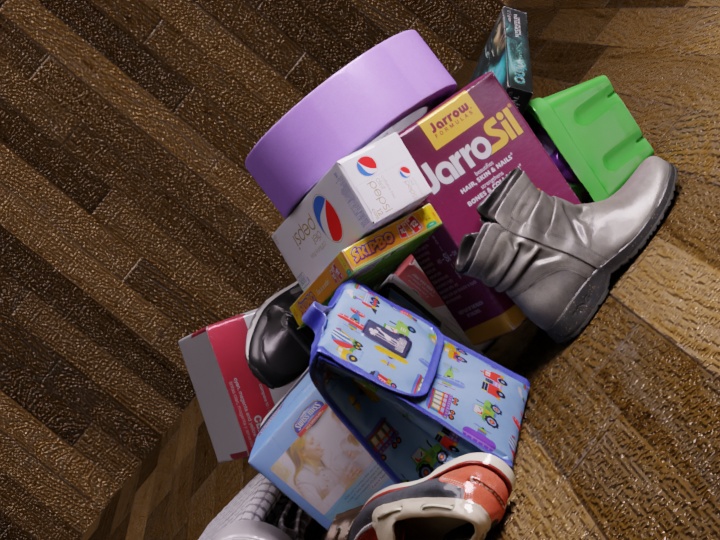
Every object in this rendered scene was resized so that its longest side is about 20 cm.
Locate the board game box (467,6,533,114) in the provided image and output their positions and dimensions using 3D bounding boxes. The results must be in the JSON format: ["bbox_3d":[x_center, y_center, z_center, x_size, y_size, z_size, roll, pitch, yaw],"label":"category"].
[{"bbox_3d":[0.118,-0.140,1.916,0.136,0.028,0.201,-89,18,-50],"label":"board game box"}]

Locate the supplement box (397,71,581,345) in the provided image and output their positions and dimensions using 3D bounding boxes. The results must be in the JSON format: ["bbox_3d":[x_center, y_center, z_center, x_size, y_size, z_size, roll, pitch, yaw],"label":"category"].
[{"bbox_3d":[0.111,-0.054,1.757,0.131,0.201,0.103,-36,2,-21],"label":"supplement box"}]

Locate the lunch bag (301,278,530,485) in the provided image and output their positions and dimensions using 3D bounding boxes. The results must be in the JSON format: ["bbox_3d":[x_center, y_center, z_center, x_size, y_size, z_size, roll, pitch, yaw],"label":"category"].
[{"bbox_3d":[0.031,0.096,1.613,0.094,0.200,0.151,-48,8,25],"label":"lunch bag"}]

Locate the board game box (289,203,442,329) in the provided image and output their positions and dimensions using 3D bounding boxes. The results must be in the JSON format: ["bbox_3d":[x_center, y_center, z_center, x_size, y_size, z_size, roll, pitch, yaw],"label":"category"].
[{"bbox_3d":[0.000,0.000,1.752,0.095,0.030,0.200,-28,-9,-23],"label":"board game box"}]

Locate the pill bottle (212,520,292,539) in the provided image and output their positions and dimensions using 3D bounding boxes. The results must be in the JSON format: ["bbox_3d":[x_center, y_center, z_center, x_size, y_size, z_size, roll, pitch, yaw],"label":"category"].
[{"bbox_3d":[-0.120,0.321,1.776,0.114,0.114,0.200,-47,8,29],"label":"pill bottle"}]

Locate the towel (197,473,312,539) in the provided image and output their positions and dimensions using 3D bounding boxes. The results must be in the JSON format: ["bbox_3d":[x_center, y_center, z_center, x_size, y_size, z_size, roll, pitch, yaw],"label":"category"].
[{"bbox_3d":[-0.116,0.292,2.024,0.200,0.085,0.166,-48,6,35],"label":"towel"}]

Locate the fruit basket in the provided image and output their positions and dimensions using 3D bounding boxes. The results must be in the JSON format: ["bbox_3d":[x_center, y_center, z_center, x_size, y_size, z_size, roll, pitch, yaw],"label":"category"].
[{"bbox_3d":[0.169,-0.082,1.924,0.215,0.156,0.216,-33,4,3],"label":"fruit basket"}]

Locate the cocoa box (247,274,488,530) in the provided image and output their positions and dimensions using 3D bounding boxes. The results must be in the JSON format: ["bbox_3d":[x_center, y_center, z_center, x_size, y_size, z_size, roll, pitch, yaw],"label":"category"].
[{"bbox_3d":[0.010,0.130,1.826,0.200,0.133,0.131,-48,6,13],"label":"cocoa box"}]

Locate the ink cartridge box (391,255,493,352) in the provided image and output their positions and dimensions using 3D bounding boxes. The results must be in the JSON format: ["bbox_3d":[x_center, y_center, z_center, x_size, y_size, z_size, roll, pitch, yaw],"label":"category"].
[{"bbox_3d":[0.038,0.080,1.974,0.200,0.116,0.068,-46,8,27],"label":"ink cartridge box"}]

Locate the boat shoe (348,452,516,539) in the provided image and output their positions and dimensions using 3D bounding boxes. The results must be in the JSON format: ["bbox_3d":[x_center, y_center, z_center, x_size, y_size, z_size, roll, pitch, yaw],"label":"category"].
[{"bbox_3d":[0.046,0.205,1.529,0.200,0.071,0.063,-37,18,48],"label":"boat shoe"}]

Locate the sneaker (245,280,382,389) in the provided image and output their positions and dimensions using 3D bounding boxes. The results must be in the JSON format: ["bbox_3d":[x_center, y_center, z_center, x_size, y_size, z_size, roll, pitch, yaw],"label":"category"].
[{"bbox_3d":[-0.035,0.029,1.899,0.200,0.076,0.087,-50,11,-34],"label":"sneaker"}]

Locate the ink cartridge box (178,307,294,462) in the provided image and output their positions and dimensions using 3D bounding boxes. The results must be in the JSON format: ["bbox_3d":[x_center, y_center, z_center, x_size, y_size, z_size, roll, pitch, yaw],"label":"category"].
[{"bbox_3d":[-0.069,0.104,2.100,0.199,0.146,0.145,-19,-3,-19],"label":"ink cartridge box"}]

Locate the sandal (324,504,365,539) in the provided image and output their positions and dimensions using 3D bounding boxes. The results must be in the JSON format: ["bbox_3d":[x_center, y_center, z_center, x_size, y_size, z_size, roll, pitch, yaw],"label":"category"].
[{"bbox_3d":[-0.013,0.247,1.704,0.201,0.057,0.080,-48,8,26],"label":"sandal"}]

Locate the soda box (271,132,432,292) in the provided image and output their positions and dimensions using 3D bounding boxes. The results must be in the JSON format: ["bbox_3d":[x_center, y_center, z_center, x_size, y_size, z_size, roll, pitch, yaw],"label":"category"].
[{"bbox_3d":[-0.011,-0.049,1.734,0.068,0.064,0.200,-29,-6,-25],"label":"soda box"}]

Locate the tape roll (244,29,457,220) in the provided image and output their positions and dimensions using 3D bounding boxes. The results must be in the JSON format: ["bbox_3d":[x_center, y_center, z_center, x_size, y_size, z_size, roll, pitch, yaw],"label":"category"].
[{"bbox_3d":[-0.008,-0.132,1.785,0.200,0.066,0.200,-38,-5,-4],"label":"tape roll"}]

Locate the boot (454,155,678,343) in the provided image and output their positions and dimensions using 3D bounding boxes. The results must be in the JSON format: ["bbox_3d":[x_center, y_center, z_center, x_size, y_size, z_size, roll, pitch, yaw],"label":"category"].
[{"bbox_3d":[0.178,-0.048,1.687,0.200,0.130,0.068,-53,8,-15],"label":"boot"}]
